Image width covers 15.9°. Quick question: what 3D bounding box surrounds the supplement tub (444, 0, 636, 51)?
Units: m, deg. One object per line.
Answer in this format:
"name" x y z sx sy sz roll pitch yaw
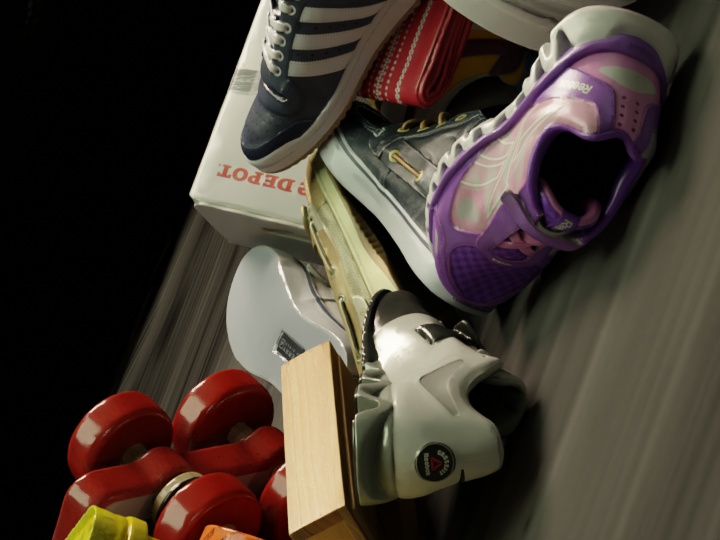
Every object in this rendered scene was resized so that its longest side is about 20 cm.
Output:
"supplement tub" 0.120 -0.231 1.371 0.145 0.144 0.201 -88 24 -60

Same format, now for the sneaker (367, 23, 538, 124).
"sneaker" 0.091 -0.154 1.562 0.200 0.090 0.075 -48 -27 9

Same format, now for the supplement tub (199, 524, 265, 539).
"supplement tub" -0.076 0.249 1.402 0.122 0.122 0.201 157 135 -73

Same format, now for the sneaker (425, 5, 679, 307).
"sneaker" 0.093 -0.041 1.317 0.089 0.080 0.200 -89 25 -43

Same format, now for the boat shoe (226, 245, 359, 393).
"boat shoe" -0.015 0.046 1.590 0.075 0.086 0.202 -66 29 9

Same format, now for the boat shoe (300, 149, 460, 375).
"boat shoe" 0.002 0.001 1.519 0.063 0.073 0.201 -47 45 20

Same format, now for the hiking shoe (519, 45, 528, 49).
"hiking shoe" 0.129 -0.225 1.491 0.087 0.074 0.201 160 132 -75

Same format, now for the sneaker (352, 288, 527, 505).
"sneaker" 0.043 0.066 1.342 0.200 0.088 0.075 -87 -8 -67

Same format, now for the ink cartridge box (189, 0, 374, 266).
"ink cartridge box" -0.005 -0.105 1.659 0.083 0.146 0.201 54 -126 -63

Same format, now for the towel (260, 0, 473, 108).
"towel" 0.016 -0.172 1.550 0.200 0.022 0.146 16 83 58

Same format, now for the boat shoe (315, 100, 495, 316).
"boat shoe" 0.047 -0.063 1.485 0.091 0.071 0.200 -56 41 16

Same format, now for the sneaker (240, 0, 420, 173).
"sneaker" -0.037 -0.154 1.491 0.200 0.108 0.070 -53 35 19

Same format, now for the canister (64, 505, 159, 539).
"canister" -0.064 0.204 1.245 0.149 0.199 0.087 128 161 -52

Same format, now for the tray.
"tray" -0.002 0.123 1.371 0.037 0.099 0.200 -28 21 9

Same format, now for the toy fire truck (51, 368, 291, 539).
"toy fire truck" -0.101 0.164 1.534 0.112 0.199 0.169 38 122 35
